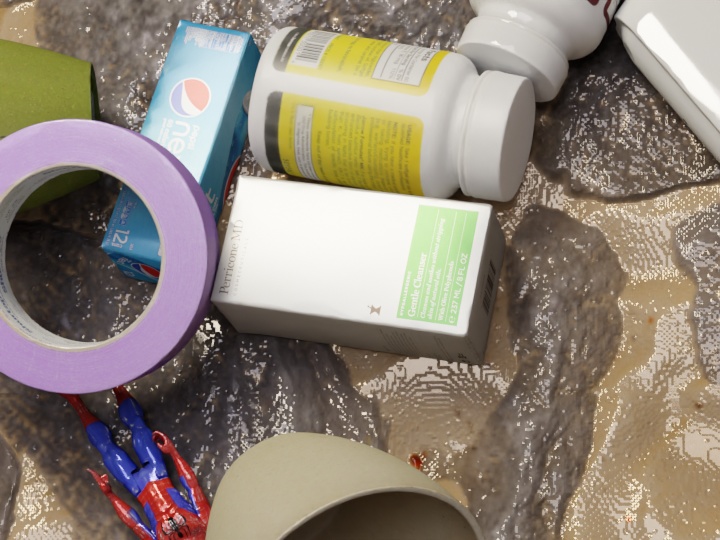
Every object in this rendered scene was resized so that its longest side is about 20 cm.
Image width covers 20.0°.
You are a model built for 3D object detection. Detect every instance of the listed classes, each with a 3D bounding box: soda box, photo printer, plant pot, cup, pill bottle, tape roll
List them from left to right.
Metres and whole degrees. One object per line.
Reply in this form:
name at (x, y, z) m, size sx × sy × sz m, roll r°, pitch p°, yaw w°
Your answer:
plant pot at (-0.307, -0.110, 1.609) m, size 0.199 × 0.187 × 0.188 m, roll -3°, pitch 68°, yaw -3°
tape roll at (-0.207, -0.010, 1.513) m, size 0.199 × 0.066 × 0.201 m, roll 0°, pitch 90°, yaw 5°
soda box at (-0.136, -0.091, 1.607) m, size 0.064 × 0.068 × 0.201 m, roll 13°, pitch 73°, yaw 15°
cup at (-0.031, 0.194, 1.423) m, size 0.200 × 0.200 × 0.143 m, roll -37°, pitch 41°, yaw -3°
pill bottle at (0.025, -0.116, 1.555) m, size 0.199 × 0.114 × 0.115 m, roll 12°, pitch 72°, yaw 17°
pill bottle at (0.152, -0.237, 1.572) m, size 0.113 × 0.113 × 0.201 m, roll 21°, pitch 75°, yaw 20°
photo printer at (0.301, -0.171, 1.535) m, size 0.166 × 0.069 × 0.200 m, roll -35°, pitch 66°, yaw -2°

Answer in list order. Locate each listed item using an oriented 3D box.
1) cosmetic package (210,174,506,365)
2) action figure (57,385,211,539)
cosmetic package at (0.000, 0.000, 1.532) m, size 0.199 × 0.085 × 0.108 m, roll 7°, pitch 74°, yaw 14°
action figure at (-0.165, 0.151, 1.534) m, size 0.065 × 0.052 × 0.200 m, roll -33°, pitch 68°, yaw -6°
